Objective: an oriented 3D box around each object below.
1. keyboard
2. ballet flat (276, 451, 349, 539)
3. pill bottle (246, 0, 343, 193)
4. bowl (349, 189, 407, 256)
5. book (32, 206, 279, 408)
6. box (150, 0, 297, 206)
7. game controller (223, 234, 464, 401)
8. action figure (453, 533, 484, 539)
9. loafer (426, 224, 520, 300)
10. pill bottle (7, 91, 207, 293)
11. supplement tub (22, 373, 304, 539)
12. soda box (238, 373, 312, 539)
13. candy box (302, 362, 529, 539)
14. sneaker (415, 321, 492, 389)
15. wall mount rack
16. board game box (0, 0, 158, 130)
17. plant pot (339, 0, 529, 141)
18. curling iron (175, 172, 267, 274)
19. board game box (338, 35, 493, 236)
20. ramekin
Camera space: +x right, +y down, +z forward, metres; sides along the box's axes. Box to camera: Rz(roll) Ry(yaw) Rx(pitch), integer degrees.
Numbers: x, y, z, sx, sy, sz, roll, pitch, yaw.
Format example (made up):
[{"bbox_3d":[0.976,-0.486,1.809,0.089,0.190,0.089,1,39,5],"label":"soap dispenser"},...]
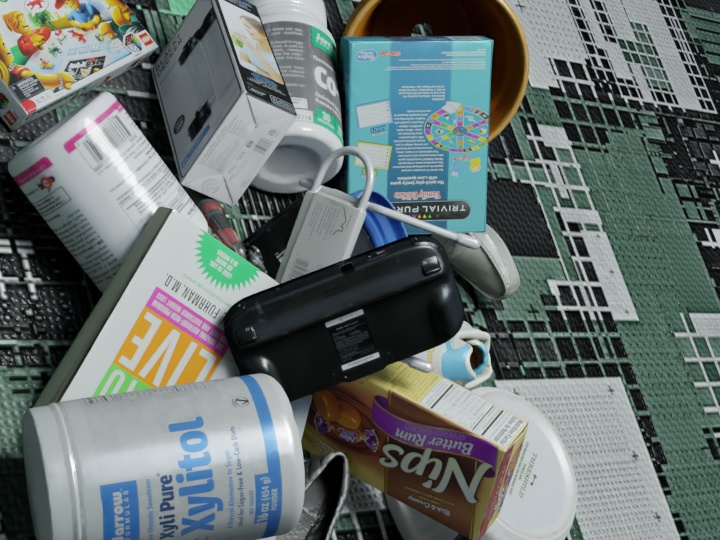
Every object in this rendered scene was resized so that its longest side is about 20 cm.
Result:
[{"bbox_3d":[-0.075,0.006,1.555,0.104,0.040,0.200,55,30,-4],"label":"keyboard"},{"bbox_3d":[-0.057,0.237,1.391,0.066,0.057,0.200,25,43,-7],"label":"ballet flat"},{"bbox_3d":[-0.078,-0.189,1.629,0.113,0.113,0.201,20,51,-34],"label":"pill bottle"},{"bbox_3d":[0.008,0.023,1.559,0.201,0.039,0.201,-8,90,-68],"label":"bowl"},{"bbox_3d":[-0.165,0.066,1.343,0.133,0.048,0.200,35,78,-28],"label":"book"},{"bbox_3d":[-0.133,-0.169,1.515,0.060,0.117,0.200,22,30,-31],"label":"box"},{"bbox_3d":[-0.012,0.044,1.352,0.042,0.199,0.105,-111,-179,-58],"label":"game controller"},{"bbox_3d":[0.035,0.310,1.425,0.200,0.069,0.131,-24,91,-33],"label":"action figure"},{"bbox_3d":[0.091,-0.041,1.731,0.200,0.070,0.070,46,45,2],"label":"loafer"},{"bbox_3d":[-0.205,-0.045,1.398,0.200,0.113,0.113,54,39,-13],"label":"pill bottle"},{"bbox_3d":[-0.154,0.157,1.250,0.199,0.132,0.132,-8,67,-19],"label":"supplement tub"},{"bbox_3d":[-0.103,0.180,1.387,0.068,0.064,0.200,35,44,-22],"label":"soda box"},{"bbox_3d":[0.043,0.147,1.445,0.200,0.117,0.056,28,38,19],"label":"candy box"},{"bbox_3d":[0.094,0.088,1.589,0.200,0.080,0.077,-22,107,-73],"label":"sneaker"},{"bbox_3d":[0.000,0.000,1.409,0.074,0.173,0.201,18,93,-53],"label":"wall mount rack"},{"bbox_3d":[-0.294,-0.222,1.502,0.126,0.035,0.200,52,40,-2],"label":"board game box"},{"bbox_3d":[0.072,-0.241,1.749,0.200,0.200,0.183,40,13,-16],"label":"plant pot"},{"bbox_3d":[-0.135,-0.044,1.470,0.200,0.026,0.050,46,-19,50],"label":"curling iron"},{"bbox_3d":[0.055,-0.138,1.641,0.150,0.047,0.201,-2,105,-12],"label":"board game box"},{"bbox_3d":[0.124,0.207,1.566,0.202,0.094,0.203,24,48,-30],"label":"ramekin"}]
